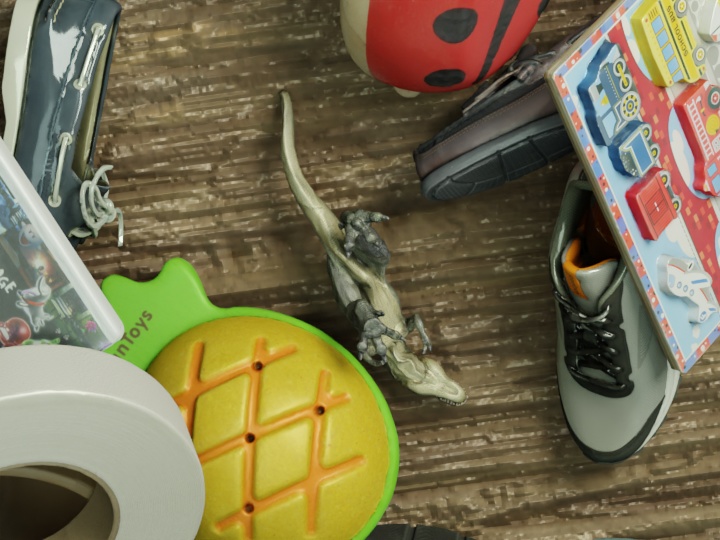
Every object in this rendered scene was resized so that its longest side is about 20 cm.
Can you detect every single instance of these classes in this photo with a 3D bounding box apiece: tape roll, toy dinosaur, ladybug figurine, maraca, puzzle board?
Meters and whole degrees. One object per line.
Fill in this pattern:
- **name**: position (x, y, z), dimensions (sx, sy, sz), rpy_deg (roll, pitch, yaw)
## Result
- **tape roll**: position (-0.178, 0.122, 1.295), dimensions (0.202, 0.037, 0.203), rpy_deg (-13, 135, -14)
- **toy dinosaur**: position (0.000, 0.000, 1.375), dimensions (0.047, 0.088, 0.201), rpy_deg (-27, 103, -3)
- **ladybug figurine**: position (0.058, -0.165, 1.302), dimensions (0.072, 0.135, 0.201), rpy_deg (43, 136, 28)
- **maraca**: position (-0.073, 0.081, 1.389), dimensions (0.200, 0.107, 0.137), rpy_deg (35, 84, 6)
- **puzzle board**: position (0.178, -0.067, 1.314), dimensions (0.151, 0.017, 0.200), rpy_deg (-45, 127, -25)

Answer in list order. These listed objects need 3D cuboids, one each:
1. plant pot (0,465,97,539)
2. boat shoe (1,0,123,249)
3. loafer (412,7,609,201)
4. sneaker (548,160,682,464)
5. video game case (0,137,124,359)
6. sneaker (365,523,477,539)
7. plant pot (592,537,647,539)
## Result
- **plant pot**: position (-0.225, 0.151, 1.395), dimensions (0.200, 0.093, 0.201), rpy_deg (-12, 133, -13)
- **boat shoe**: position (-0.161, -0.050, 1.375), dimensions (0.062, 0.075, 0.201), rpy_deg (5, 91, 5)
- **loafer**: position (0.114, -0.103, 1.367), dimensions (0.199, 0.072, 0.063), rpy_deg (-26, 75, 3)
- **sneaker**: position (0.128, 0.016, 1.362), dimensions (0.074, 0.079, 0.201), rpy_deg (18, 122, 29)
- **video game case**: position (-0.245, -0.004, 1.264), dimensions (0.181, 0.023, 0.200), rpy_deg (-31, 101, 7)
- **sneaker**: position (0.001, 0.209, 1.444), dimensions (0.199, 0.076, 0.116), rpy_deg (3, 113, 9)
- **plant pot**: position (0.217, 0.273, 1.380), dimensions (0.195, 0.200, 0.197), rpy_deg (3, 103, 0)
